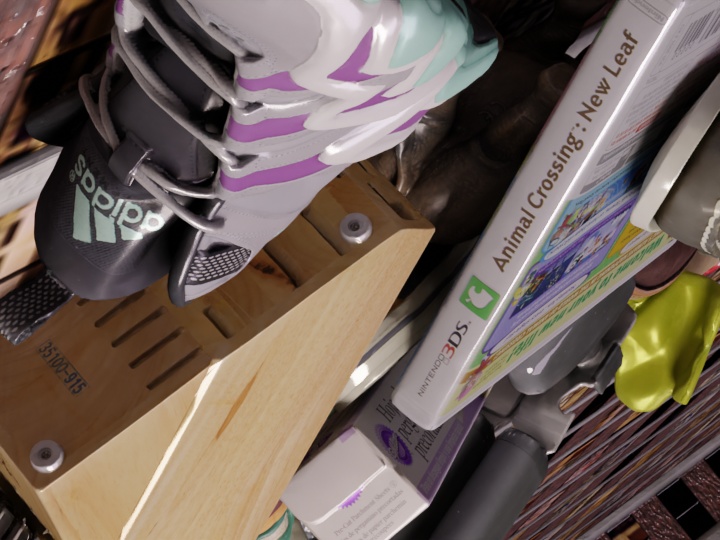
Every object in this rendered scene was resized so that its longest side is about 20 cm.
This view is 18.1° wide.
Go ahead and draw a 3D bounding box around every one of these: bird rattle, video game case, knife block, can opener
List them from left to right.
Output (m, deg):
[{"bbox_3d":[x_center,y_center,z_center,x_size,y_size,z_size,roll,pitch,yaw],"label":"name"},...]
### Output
[{"bbox_3d":[-0.062,0.063,0.745,0.200,0.064,0.176,-37,150,-13],"label":"knife block"},{"bbox_3d":[0.048,0.074,0.948,0.200,0.053,0.067,-56,147,-17],"label":"can opener"},{"bbox_3d":[0.175,-0.003,1.336,0.163,0.113,0.200,-35,-172,46],"label":"bird rattle"},{"bbox_3d":[0.102,-0.049,0.772,0.200,0.022,0.182,-33,156,-52],"label":"video game case"}]

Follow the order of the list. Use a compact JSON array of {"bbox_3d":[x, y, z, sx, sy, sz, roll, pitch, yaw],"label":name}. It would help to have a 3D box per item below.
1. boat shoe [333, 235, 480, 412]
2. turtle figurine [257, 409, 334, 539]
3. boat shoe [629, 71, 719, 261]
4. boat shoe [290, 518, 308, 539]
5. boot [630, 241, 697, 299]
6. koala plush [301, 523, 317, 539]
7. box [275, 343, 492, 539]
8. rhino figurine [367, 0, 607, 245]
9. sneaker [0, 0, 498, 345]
[{"bbox_3d":[0.000,0.000,0.833,0.075,0.062,0.200,-44,180,12],"label":"boat shoe"},{"bbox_3d":[-0.042,0.096,0.952,0.150,0.100,0.200,-59,161,-15],"label":"turtle figurine"},{"bbox_3d":[0.146,-0.031,0.783,0.072,0.060,0.202,-55,165,14],"label":"boat shoe"},{"bbox_3d":[-0.114,0.163,1.073,0.200,0.062,0.072,-36,168,-7],"label":"boat shoe"},{"bbox_3d":[0.151,-0.057,1.030,0.166,0.072,0.200,-44,163,33],"label":"boot"},{"bbox_3d":[-0.013,0.173,1.197,0.184,0.177,0.200,-46,172,-26],"label":"koala plush"},{"bbox_3d":[0.018,0.052,0.839,0.041,0.039,0.200,-43,-178,19],"label":"box"},{"bbox_3d":[0.068,-0.061,0.811,0.088,0.060,0.200,-51,165,31],"label":"rhino figurine"},{"bbox_3d":[-0.043,-0.034,0.536,0.140,0.078,0.200,-42,167,8],"label":"sneaker"}]
